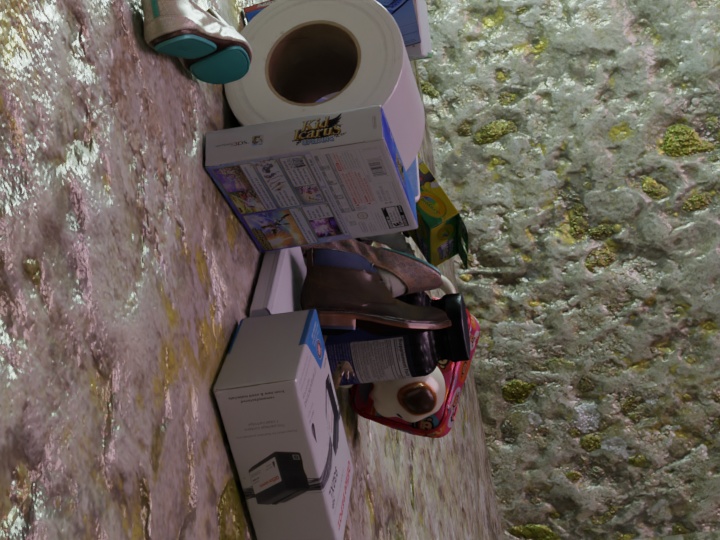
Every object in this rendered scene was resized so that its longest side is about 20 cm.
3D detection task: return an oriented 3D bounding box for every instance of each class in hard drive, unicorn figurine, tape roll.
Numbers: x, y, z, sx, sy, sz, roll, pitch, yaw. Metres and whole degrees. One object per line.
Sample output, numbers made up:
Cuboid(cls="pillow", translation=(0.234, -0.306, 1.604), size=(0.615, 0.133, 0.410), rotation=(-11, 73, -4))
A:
Cuboid(cls="hard drive", translation=(-0.086, 0.042, 1.380), size=(0.200, 0.026, 0.132), rotation=(-84, 163, -58))
Cuboid(cls="unicorn figurine", translation=(0.009, -0.057, 1.538), size=(0.074, 0.199, 0.137), rotation=(-62, 167, -17))
Cuboid(cls="tape roll", translation=(-0.037, -0.191, 1.349), size=(0.139, 0.201, 0.204), rotation=(64, 20, -63))

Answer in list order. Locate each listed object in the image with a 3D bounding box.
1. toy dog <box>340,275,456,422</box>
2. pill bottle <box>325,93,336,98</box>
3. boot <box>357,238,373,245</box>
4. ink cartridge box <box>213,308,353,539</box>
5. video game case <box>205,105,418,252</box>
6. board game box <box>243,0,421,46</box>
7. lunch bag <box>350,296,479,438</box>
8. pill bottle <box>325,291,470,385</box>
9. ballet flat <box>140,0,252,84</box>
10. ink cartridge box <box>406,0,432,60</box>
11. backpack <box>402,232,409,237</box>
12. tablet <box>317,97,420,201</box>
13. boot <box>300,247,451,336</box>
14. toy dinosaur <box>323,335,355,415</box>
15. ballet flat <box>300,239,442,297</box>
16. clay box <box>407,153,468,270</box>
Cuboid(cls="toy dog", translation=(0.051, 0.109, 1.671), size=(0.140, 0.193, 0.201), rotation=(79, -4, -85))
Cuboid(cls="pill bottle", translation=(-0.028, -0.179, 1.658), size=(0.200, 0.110, 0.111), rotation=(43, 40, -75))
Cuboid(cls="boot", translation=(-0.014, -0.044, 1.687), size=(0.200, 0.069, 0.174), rotation=(-45, 168, -30))
Cuboid(cls="ink cartridge box", translation=(-0.070, 0.162, 1.201), size=(0.145, 0.083, 0.201), rotation=(-79, 159, -64))
Cuboid(cls="video game case", translation=(-0.046, -0.092, 1.268), size=(0.200, 0.180, 0.046), rotation=(63, 20, -63))
Cuboid(cls="board game box", translation=(-0.032, -0.296, 1.468), size=(0.019, 0.199, 0.103), rotation=(-108, -177, -53))
Cuboid(cls="lunch bag", translation=(0.069, 0.132, 1.775), size=(0.082, 0.175, 0.201), rotation=(39, 66, -66))
Cuboid(cls="pill bottle", translation=(0.035, 0.083, 1.535), size=(0.112, 0.199, 0.113), rotation=(-8, 90, -81))
Cuboid(cls="ballet flat", translation=(-0.149, -0.223, 1.130), size=(0.200, 0.067, 0.063), rotation=(14, 58, -80))
Cuboid(cls="ink cartridge box", translation=(-0.014, -0.308, 1.590), size=(0.146, 0.199, 0.085), rotation=(-46, 130, -78))
Cuboid(cls="backpack", translation=(0.025, -0.133, 1.849), size=(0.200, 0.126, 0.168), rotation=(108, -36, -78))
Cuboid(cls="tablet", translation=(-0.023, -0.152, 1.477), size=(0.014, 0.199, 0.131), rotation=(127, -33, -54))
Cuboid(cls="boot", translation=(0.020, 0.025, 1.417), size=(0.075, 0.199, 0.098), rotation=(-17, -107, 56))
Cuboid(cls="toy dinosaur", translation=(-0.052, 0.131, 1.381), size=(0.101, 0.058, 0.201), rotation=(139, -36, -59))
Cuboid(cls="ballet flat", translation=(0.000, 0.000, 1.487), size=(0.068, 0.199, 0.067), rotation=(102, 10, -62))
Cuboid(cls="clay box", translation=(0.071, -0.091, 1.555), size=(0.200, 0.047, 0.115), rotation=(59, -9, 24))
